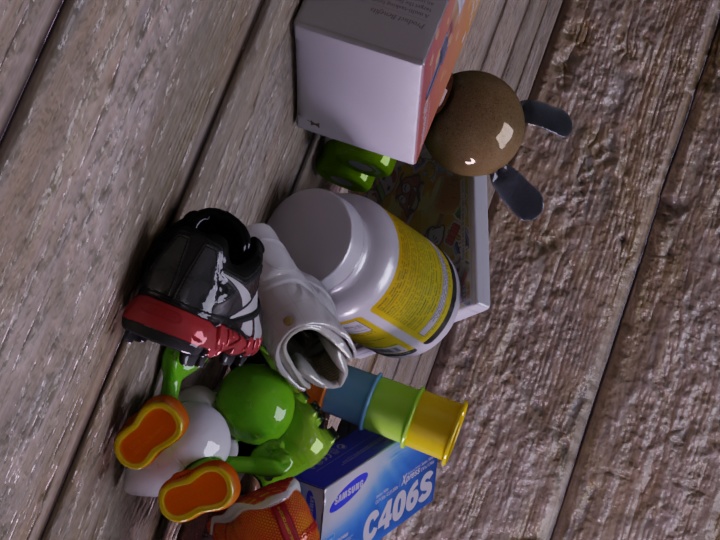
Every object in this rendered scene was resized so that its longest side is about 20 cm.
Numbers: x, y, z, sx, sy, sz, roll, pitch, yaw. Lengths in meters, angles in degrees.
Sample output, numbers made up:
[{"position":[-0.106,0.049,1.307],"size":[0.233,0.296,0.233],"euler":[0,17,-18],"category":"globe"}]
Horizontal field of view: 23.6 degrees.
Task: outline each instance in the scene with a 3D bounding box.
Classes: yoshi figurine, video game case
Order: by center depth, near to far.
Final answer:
[{"position":[-0.100,0.108,1.235],"size":[0.200,0.111,0.113],"euler":[-45,145,-82],"category":"yoshi figurine"},{"position":[0.051,-0.034,1.639],"size":[0.182,0.023,0.201],"euler":[-24,-122,45],"category":"video game case"}]

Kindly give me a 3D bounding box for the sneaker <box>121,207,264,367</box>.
[{"position":[-0.096,0.010,1.147],"size":[0.200,0.071,0.098],"euler":[15,95,-81],"category":"sneaker"}]

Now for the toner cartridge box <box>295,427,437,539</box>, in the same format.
[{"position":[0.003,0.192,1.525],"size":[0.200,0.043,0.095],"euler":[-27,127,-53],"category":"toner cartridge box"}]

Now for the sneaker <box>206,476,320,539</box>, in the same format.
[{"position":[-0.071,0.206,1.296],"size":[0.200,0.073,0.077],"euler":[119,-49,-78],"category":"sneaker"}]

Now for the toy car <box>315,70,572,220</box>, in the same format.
[{"position":[0.087,-0.131,1.538],"size":[0.158,0.199,0.165],"euler":[153,-41,-76],"category":"toy car"}]

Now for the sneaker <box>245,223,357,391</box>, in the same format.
[{"position":[-0.045,0.054,1.324],"size":[0.074,0.116,0.200],"euler":[-33,153,2],"category":"sneaker"}]

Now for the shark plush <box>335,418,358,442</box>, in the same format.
[{"position":[-0.028,0.233,1.594],"size":[0.083,0.090,0.201],"euler":[84,27,-59],"category":"shark plush"}]

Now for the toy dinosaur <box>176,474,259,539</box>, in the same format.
[{"position":[-0.125,0.220,1.415],"size":[0.136,0.085,0.201],"euler":[-45,147,-58],"category":"toy dinosaur"}]

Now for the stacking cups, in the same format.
[{"position":[-0.007,0.104,1.503],"size":[0.061,0.199,0.061],"euler":[22,90,-83],"category":"stacking cups"}]

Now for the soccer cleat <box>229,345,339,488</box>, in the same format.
[{"position":[-0.083,0.113,1.385],"size":[0.081,0.068,0.200],"euler":[-35,-157,-6],"category":"soccer cleat"}]

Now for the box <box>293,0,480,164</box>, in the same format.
[{"position":[0.030,-0.216,1.379],"size":[0.152,0.106,0.201],"euler":[93,17,-64],"category":"box"}]

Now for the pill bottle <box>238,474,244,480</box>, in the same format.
[{"position":[-0.100,0.274,1.560],"size":[0.116,0.115,0.201],"euler":[-47,155,-71],"category":"pill bottle"}]

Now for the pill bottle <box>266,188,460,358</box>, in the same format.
[{"position":[0.000,0.000,1.488],"size":[0.200,0.112,0.113],"euler":[33,75,-59],"category":"pill bottle"}]

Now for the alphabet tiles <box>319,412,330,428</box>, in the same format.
[{"position":[-0.038,0.076,1.678],"size":[0.167,0.006,0.201],"euler":[-108,-153,-64],"category":"alphabet tiles"}]
